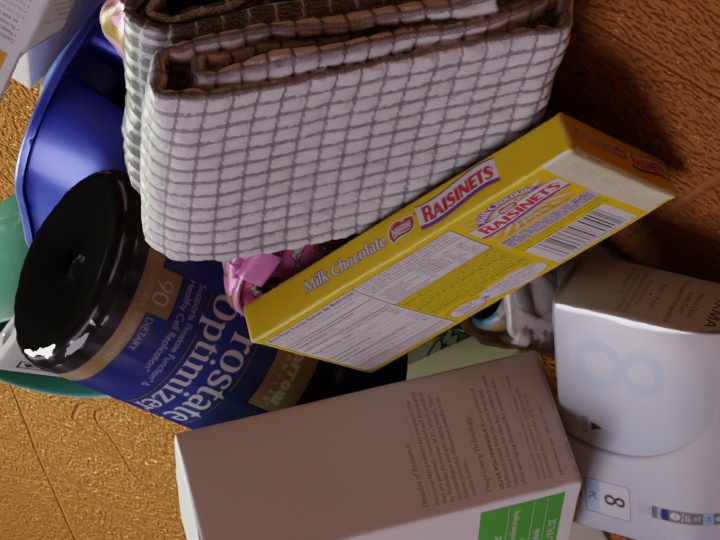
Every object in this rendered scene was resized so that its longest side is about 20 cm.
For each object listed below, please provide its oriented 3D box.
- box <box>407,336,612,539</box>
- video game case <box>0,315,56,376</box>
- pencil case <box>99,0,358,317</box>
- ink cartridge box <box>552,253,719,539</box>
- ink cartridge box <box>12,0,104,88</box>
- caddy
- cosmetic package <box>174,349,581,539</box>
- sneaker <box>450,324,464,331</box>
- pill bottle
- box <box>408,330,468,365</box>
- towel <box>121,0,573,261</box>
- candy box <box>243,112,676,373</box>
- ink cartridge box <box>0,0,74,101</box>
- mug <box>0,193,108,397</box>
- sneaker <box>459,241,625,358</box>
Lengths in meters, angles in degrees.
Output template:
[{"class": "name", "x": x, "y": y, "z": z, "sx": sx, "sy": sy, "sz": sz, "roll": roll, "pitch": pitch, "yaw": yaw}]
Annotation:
[{"class": "box", "x": 0.033, "y": 0.142, "z": 1.511, "sx": 0.109, "sy": 0.199, "sz": 0.128, "roll": -107, "pitch": -9, "yaw": -64}, {"class": "video game case", "x": -0.121, "y": 0.047, "z": 1.602, "sx": 0.199, "sy": 0.023, "sz": 0.182, "roll": 8, "pitch": 165, "yaw": -15}, {"class": "pencil case", "x": -0.066, "y": -0.073, "z": 1.313, "sx": 0.087, "sy": 0.082, "sz": 0.201, "roll": 102, "pitch": 147, "yaw": -57}, {"class": "ink cartridge box", "x": 0.198, "y": 0.085, "z": 1.296, "sx": 0.199, "sy": 0.047, "sz": 0.161, "roll": 15, "pitch": 134, "yaw": 24}, {"class": "ink cartridge box", "x": -0.215, "y": -0.204, "z": 1.379, "sx": 0.146, "sy": 0.083, "sz": 0.200, "roll": 33, "pitch": 160, "yaw": 9}, {"class": "caddy", "x": -0.139, "y": -0.076, "z": 1.458, "sx": 0.105, "sy": 0.142, "sz": 0.200, "roll": 28, "pitch": 158, "yaw": 10}, {"class": "cosmetic package", "x": 0.007, "y": 0.119, "z": 1.342, "sx": 0.108, "sy": 0.199, "sz": 0.085, "roll": 89, "pitch": 165, "yaw": -62}, {"class": "sneaker", "x": 0.000, "y": 0.000, "z": 1.475, "sx": 0.199, "sy": 0.076, "sz": 0.076, "roll": 10, "pitch": 160, "yaw": 18}, {"class": "pill bottle", "x": -0.076, "y": 0.031, "z": 1.365, "sx": 0.199, "sy": 0.112, "sz": 0.112, "roll": 24, "pitch": 168, "yaw": -31}, {"class": "box", "x": 0.007, "y": 0.036, "z": 1.608, "sx": 0.200, "sy": 0.048, "sz": 0.117, "roll": 45, "pitch": 158, "yaw": -29}, {"class": "towel", "x": -0.012, "y": -0.089, "z": 1.179, "sx": 0.166, "sy": 0.199, "sz": 0.086, "roll": 100, "pitch": 154, "yaw": -62}, {"class": "candy box", "x": 0.048, "y": -0.009, "z": 1.249, "sx": 0.200, "sy": 0.027, "sz": 0.102, "roll": -31, "pitch": 150, "yaw": 27}, {"class": "ink cartridge box", "x": -0.214, "y": -0.203, "z": 1.246, "sx": 0.196, "sy": 0.201, "sz": 0.043, "roll": 31, "pitch": -161, "yaw": 12}, {"class": "mug", "x": -0.175, "y": 0.010, "z": 1.725, "sx": 0.184, "sy": 0.115, "sz": 0.152, "roll": 20, "pitch": 150, "yaw": -37}, {"class": "sneaker", "x": 0.099, "y": 0.016, "z": 1.364, "sx": 0.200, "sy": 0.081, "sz": 0.076, "roll": 44, "pitch": 157, "yaw": -24}]
